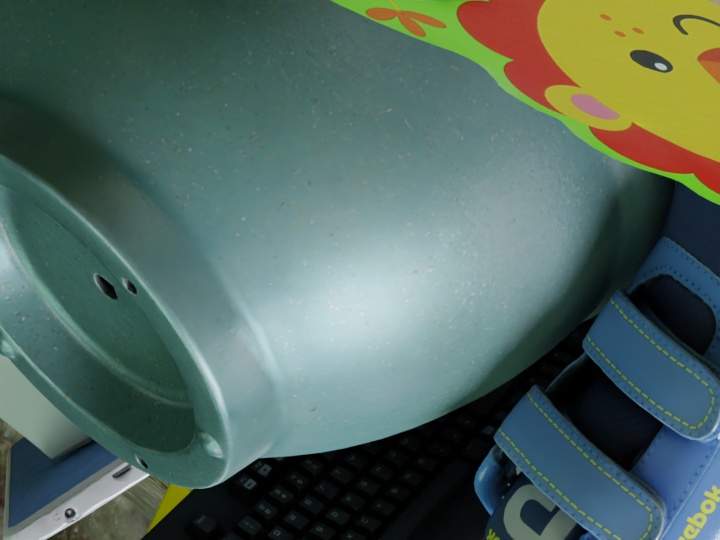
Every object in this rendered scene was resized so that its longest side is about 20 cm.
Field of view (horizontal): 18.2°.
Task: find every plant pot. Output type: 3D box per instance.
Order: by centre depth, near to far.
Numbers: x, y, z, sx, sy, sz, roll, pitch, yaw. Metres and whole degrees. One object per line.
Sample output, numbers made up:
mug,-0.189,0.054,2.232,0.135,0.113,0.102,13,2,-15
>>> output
plant pot,-0.034,-0.027,0.612,0.200,0.134,0.200,35,152,22

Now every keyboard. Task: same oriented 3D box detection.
keyboard,-0.004,0.037,0.692,0.127,0.200,0.021,27,130,20

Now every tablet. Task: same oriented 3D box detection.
tablet,-0.076,0.050,0.837,0.014,0.130,0.200,57,175,-8

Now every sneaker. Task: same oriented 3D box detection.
sneaker,0.079,0.048,0.586,0.082,0.200,0.074,-2,-153,-25

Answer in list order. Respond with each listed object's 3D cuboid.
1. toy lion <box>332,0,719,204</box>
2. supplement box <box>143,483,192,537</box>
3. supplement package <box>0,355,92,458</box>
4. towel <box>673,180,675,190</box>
toy lion,0.055,-0.064,0.455,0.200,0.069,0.192,17,165,22
supplement box,-0.029,0.153,0.945,0.109,0.200,0.109,10,-155,-41
supplement package,-0.124,-0.054,0.771,0.120,0.121,0.200,-29,126,28
towel,0.088,-0.004,0.717,0.145,0.024,0.200,35,167,20
